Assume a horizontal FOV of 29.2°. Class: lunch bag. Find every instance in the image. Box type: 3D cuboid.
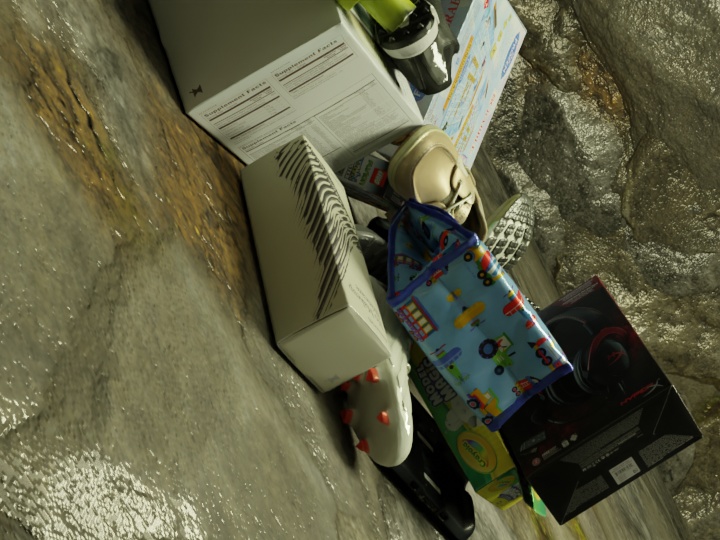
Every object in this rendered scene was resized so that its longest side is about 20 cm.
[{"bbox_3d":[0.086,0.025,1.213,0.151,0.094,0.200,51,4,-19],"label":"lunch bag"}]

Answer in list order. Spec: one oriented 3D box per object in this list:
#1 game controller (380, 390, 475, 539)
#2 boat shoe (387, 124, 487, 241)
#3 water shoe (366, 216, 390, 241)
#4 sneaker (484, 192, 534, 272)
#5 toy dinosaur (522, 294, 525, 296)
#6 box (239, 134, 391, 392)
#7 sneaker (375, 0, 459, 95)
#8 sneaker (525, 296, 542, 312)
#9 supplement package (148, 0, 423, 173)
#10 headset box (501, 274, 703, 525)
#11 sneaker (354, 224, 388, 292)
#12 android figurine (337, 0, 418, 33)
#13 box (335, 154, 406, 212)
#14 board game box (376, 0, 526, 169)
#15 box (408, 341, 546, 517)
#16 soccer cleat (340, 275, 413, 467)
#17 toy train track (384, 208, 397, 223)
[{"bbox_3d":[0.050,0.162,1.220,0.200,0.042,0.105,51,31,-44],"label":"game controller"},{"bbox_3d":[0.080,-0.074,1.305,0.065,0.072,0.200,44,-4,24],"label":"boat shoe"},{"bbox_3d":[0.048,0.032,1.448,0.078,0.072,0.201,16,41,-39],"label":"water shoe"},{"bbox_3d":[0.106,-0.016,1.502,0.077,0.200,0.089,19,25,-53],"label":"sneaker"},{"bbox_3d":[0.151,0.079,1.425,0.199,0.076,0.104,3,-75,59],"label":"toy dinosaur"},{"bbox_3d":[-0.039,-0.009,1.112,0.082,0.068,0.201,50,17,-46],"label":"box"},{"bbox_3d":[0.048,-0.223,1.235,0.201,0.066,0.091,-95,159,-51],"label":"sneaker"},{"bbox_3d":[0.138,0.045,1.581,0.077,0.083,0.200,26,11,-18],"label":"sneaker"},{"bbox_3d":[-0.064,-0.191,1.199,0.200,0.150,0.153,39,27,-62],"label":"supplement package"},{"bbox_3d":[0.193,0.106,1.239,0.075,0.148,0.201,53,8,-33],"label":"headset box"},{"bbox_3d":[0.000,0.000,1.298,0.082,0.074,0.200,53,0,25],"label":"sneaker"},{"bbox_3d":[-0.024,-0.284,1.106,0.200,0.041,0.182,47,34,-9],"label":"android figurine"},{"bbox_3d":[0.011,-0.092,1.436,0.109,0.035,0.200,23,-1,20],"label":"box"},{"bbox_3d":[0.094,-0.185,1.383,0.041,0.202,0.199,22,-2,20],"label":"board game box"},{"bbox_3d":[0.100,0.137,1.255,0.201,0.048,0.117,58,6,25],"label":"box"},{"bbox_3d":[0.017,0.073,1.133,0.077,0.070,0.201,10,42,-31],"label":"soccer cleat"},{"bbox_3d":[0.090,0.020,1.378,0.201,0.032,0.115,60,11,10],"label":"toy train track"}]
